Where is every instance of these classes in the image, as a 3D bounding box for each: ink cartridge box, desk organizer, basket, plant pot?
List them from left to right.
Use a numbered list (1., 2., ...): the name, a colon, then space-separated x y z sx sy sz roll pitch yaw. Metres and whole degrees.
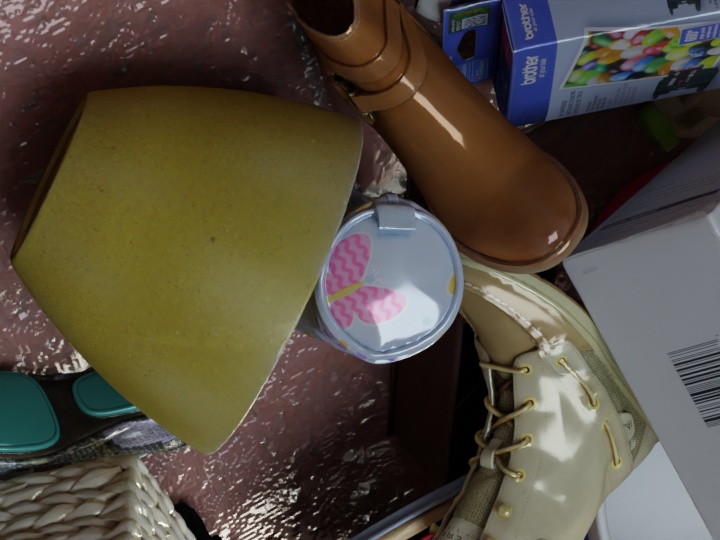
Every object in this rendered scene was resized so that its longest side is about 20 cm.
1. basket: -0.192 0.198 1.474 0.199 0.124 0.136 -13 137 14
2. plant pot: -0.105 -0.021 1.403 0.141 0.200 0.201 25 107 -11
3. desk organizer: 0.069 0.033 1.594 0.071 0.077 0.201 -11 125 -23
4. ink cartridge box: 0.145 -0.129 1.477 0.198 0.042 0.119 -9 162 -3

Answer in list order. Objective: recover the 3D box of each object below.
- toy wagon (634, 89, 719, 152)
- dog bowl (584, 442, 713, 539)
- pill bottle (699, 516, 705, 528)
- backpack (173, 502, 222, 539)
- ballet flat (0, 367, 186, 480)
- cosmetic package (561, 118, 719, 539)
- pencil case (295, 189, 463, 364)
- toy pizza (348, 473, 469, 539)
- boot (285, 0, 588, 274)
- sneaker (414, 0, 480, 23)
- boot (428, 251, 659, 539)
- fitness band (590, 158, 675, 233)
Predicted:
1. toy wagon: 0.211 -0.169 1.570 0.155 0.040 0.200 -38 130 -3
2. dog bowl: 0.229 0.138 1.647 0.199 0.079 0.202 0 89 -15
3. pill bottle: 0.248 0.147 1.751 0.199 0.111 0.111 -23 129 -16
4. backpack: -0.108 0.270 1.568 0.153 0.200 0.164 -23 130 -13
5. ballet flat: -0.176 0.093 1.501 0.199 0.072 0.072 -8 124 -24
6. cosmetic package: 0.253 0.019 1.514 0.200 0.123 0.200 -38 103 -41
7. pencil case: 0.000 0.000 1.452 0.083 0.200 0.091 18 91 -11
8. toy pizza: 0.035 0.174 1.625 0.199 0.032 0.200 -28 168 -7
9. boot: 0.032 -0.090 1.409 0.074 0.200 0.155 -44 139 -3
10. sneaker: 0.138 -0.192 1.447 0.146 0.081 0.201 34 96 -5
11. boot: 0.083 0.093 1.507 0.200 0.073 0.156 43 74 -35
12. fitness band: 0.233 -0.016 1.688 0.199 0.037 0.144 -21 126 -18
